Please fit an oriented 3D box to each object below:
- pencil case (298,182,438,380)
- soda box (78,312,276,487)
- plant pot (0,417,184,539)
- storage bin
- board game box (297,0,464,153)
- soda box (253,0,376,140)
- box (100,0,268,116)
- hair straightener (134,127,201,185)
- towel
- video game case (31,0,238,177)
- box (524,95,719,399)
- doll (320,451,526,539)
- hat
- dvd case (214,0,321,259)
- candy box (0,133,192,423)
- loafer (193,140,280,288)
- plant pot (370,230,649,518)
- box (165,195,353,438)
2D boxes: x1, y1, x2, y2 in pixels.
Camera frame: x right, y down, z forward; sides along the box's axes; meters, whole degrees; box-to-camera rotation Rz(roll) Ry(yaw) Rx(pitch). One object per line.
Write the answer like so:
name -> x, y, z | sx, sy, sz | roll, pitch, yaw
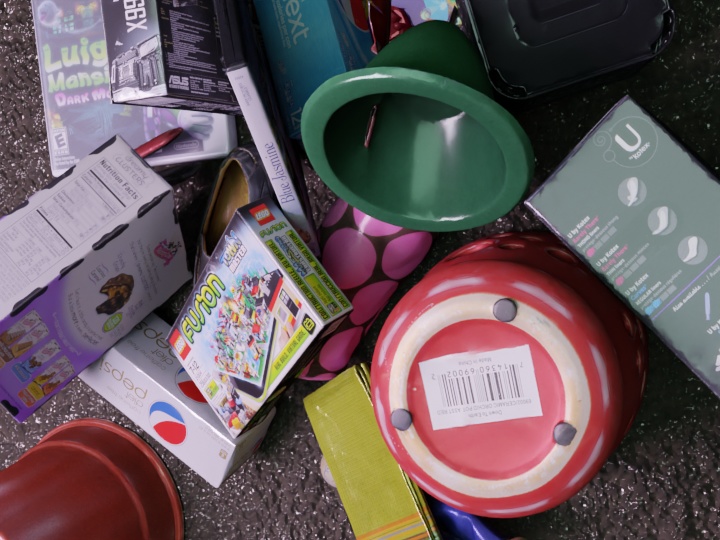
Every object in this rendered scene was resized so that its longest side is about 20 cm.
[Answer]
pencil case -> 0.000, 0.000, 0.774 | 0.201, 0.093, 0.091 | -54, 53, 21
soda box -> -0.179, 0.106, 0.852 | 0.199, 0.068, 0.064 | 35, 126, 13
plant pot -> -0.299, 0.261, 0.853 | 0.198, 0.195, 0.204 | 2, 97, 20
storage bin -> 0.134, -0.231, 0.679 | 0.134, 0.094, 0.203 | -17, 91, 6
board game box -> 0.012, -0.169, 0.773 | 0.156, 0.039, 0.202 | 21, 103, 16
soda box -> -0.039, -0.206, 0.744 | 0.067, 0.064, 0.203 | -21, 78, 29
box -> -0.131, -0.209, 0.735 | 0.049, 0.200, 0.160 | -4, 96, 20
hair straightener -> -0.227, -0.060, 0.861 | 0.198, 0.041, 0.077 | -23, 109, 23
towel -> 0.012, 0.184, 0.761 | 0.086, 0.018, 0.202 | -35, 71, 36
video game case -> -0.214, -0.189, 0.862 | 0.197, 0.023, 0.185 | -4, 95, 20
box -> 0.232, -0.019, 0.667 | 0.200, 0.122, 0.106 | 46, 109, 9
doll -> 0.046, 0.199, 0.779 | 0.199, 0.048, 0.138 | 25, 131, 36
hat -> 0.054, -0.155, 0.662 | 0.163, 0.201, 0.178 | 10, 61, 8
dvd case -> -0.072, -0.121, 0.705 | 0.017, 0.201, 0.144 | -17, 50, 2
candy box -> -0.239, 0.011, 0.753 | 0.071, 0.168, 0.200 | 42, 69, 15
loafer -> -0.121, -0.016, 0.822 | 0.072, 0.072, 0.203 | 14, 102, 17
plant pot -> 0.112, 0.078, 0.693 | 0.198, 0.182, 0.203 | 3, 100, 19
box -> -0.088, 0.044, 0.740 | 0.110, 0.035, 0.200 | 51, 139, 12
